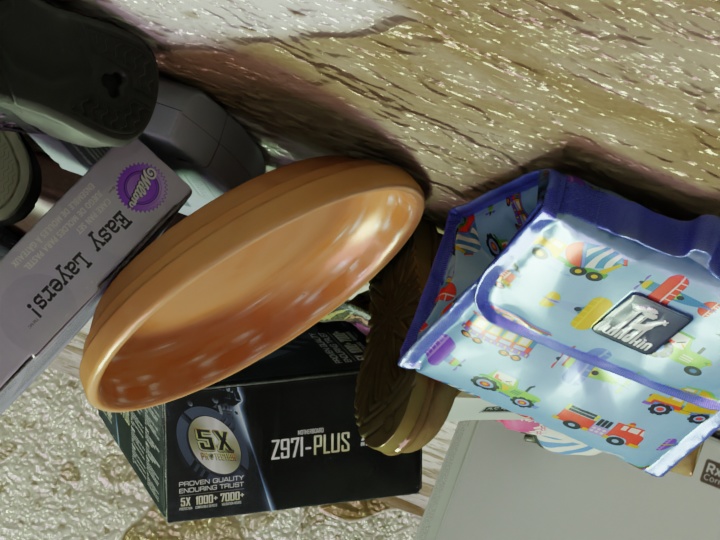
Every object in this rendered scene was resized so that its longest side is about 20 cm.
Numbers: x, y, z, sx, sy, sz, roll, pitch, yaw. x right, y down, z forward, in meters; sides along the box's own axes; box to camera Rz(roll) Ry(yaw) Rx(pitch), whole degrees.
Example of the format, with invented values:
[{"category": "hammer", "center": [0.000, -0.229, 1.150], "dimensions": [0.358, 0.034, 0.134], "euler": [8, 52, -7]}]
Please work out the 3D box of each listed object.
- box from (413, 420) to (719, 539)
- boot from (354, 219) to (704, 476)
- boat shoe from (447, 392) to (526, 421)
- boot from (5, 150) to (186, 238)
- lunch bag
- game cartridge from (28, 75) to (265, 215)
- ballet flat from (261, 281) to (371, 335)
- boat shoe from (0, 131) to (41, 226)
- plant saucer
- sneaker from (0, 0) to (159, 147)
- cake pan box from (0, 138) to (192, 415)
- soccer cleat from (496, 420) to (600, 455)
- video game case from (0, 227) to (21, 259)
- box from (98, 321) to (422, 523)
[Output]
[{"category": "box", "center": [0.148, 0.190, 1.629], "dimensions": [0.198, 0.200, 0.131], "euler": [21, 171, -1]}, {"category": "boot", "center": [0.101, 0.062, 1.226], "dimensions": [0.200, 0.175, 0.066], "euler": [26, 130, -17]}, {"category": "boat shoe", "center": [0.103, 0.051, 1.338], "dimensions": [0.199, 0.064, 0.071], "euler": [1, 161, -24]}, {"category": "boot", "center": [-0.192, -0.040, 1.438], "dimensions": [0.166, 0.073, 0.200], "euler": [24, 175, -37]}, {"category": "lunch bag", "center": [0.127, 0.010, 1.070], "dimensions": [0.150, 0.094, 0.200], "euler": [24, 158, -9]}, {"category": "game cartridge", "center": [-0.120, -0.072, 1.230], "dimensions": [0.133, 0.042, 0.200], "euler": [15, 170, 10]}, {"category": "ballet flat", "center": [0.000, 0.000, 1.319], "dimensions": [0.071, 0.069, 0.200], "euler": [-9, 164, 24]}, {"category": "boat shoe", "center": [-0.234, -0.083, 1.257], "dimensions": [0.200, 0.072, 0.068], "euler": [34, -176, 36]}, {"category": "plant saucer", "center": [-0.059, 0.002, 1.158], "dimensions": [0.038, 0.200, 0.200], "euler": [57, 180, 16]}, {"category": "sneaker", "center": [-0.197, -0.111, 1.047], "dimensions": [0.114, 0.076, 0.199], "euler": [5, 168, 39]}, {"category": "cake pan box", "center": [-0.176, 0.026, 1.185], "dimensions": [0.052, 0.200, 0.184], "euler": [44, 163, -4]}, {"category": "soccer cleat", "center": [0.137, 0.077, 1.463], "dimensions": [0.086, 0.070, 0.200], "euler": [3, 169, 15]}, {"category": "video game case", "center": [-0.237, -0.031, 1.566], "dimensions": [0.143, 0.019, 0.200], "euler": [25, -169, -25]}, {"category": "box", "center": [-0.068, 0.076, 1.433], "dimensions": [0.163, 0.086, 0.200], "euler": [-5, -163, -17]}]
